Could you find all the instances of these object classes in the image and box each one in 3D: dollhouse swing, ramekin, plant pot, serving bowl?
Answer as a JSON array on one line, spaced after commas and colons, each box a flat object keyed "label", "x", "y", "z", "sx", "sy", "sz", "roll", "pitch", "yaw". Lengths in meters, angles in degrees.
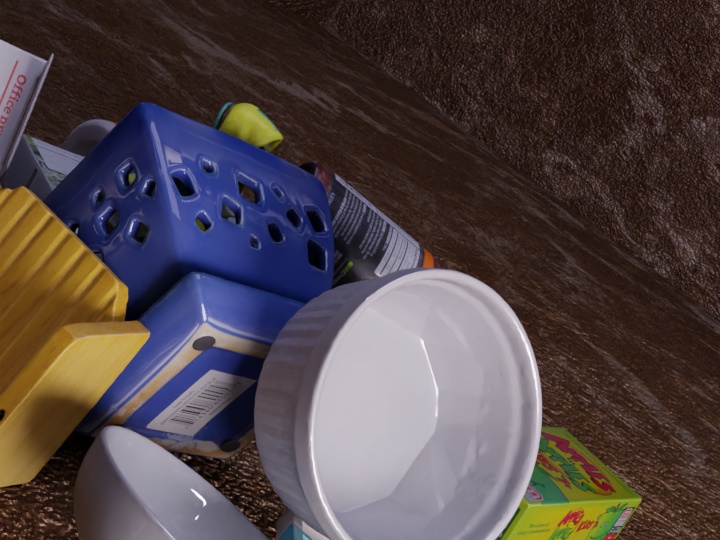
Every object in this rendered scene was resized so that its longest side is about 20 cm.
[{"label": "dollhouse swing", "x": -0.285, "y": 0.019, "z": 0.756, "sx": 0.200, "sy": 0.182, "sz": 0.176, "roll": 40, "pitch": -2, "yaw": 29}, {"label": "ramekin", "x": 0.020, "y": 0.099, "z": 0.816, "sx": 0.198, "sy": 0.203, "sz": 0.104, "roll": 19, "pitch": -10, "yaw": -34}, {"label": "plant pot", "x": -0.132, "y": 0.025, "z": 0.902, "sx": 0.199, "sy": 0.199, "sz": 0.182, "roll": 20, "pitch": 39, "yaw": -47}, {"label": "serving bowl", "x": -0.100, "y": 0.184, "z": 0.705, "sx": 0.200, "sy": 0.066, "sz": 0.200, "roll": 44, "pitch": -3, "yaw": 2}]

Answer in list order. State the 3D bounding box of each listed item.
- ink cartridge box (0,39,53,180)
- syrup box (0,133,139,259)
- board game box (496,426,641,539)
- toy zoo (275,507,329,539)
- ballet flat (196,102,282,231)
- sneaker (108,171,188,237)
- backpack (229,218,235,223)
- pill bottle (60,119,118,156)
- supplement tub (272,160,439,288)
[{"label": "ink cartridge box", "x": -0.337, "y": -0.136, "z": 1.046, "sx": 0.067, "sy": 0.118, "sz": 0.199, "roll": 23, "pitch": -13, "yaw": -24}, {"label": "syrup box", "x": -0.268, "y": -0.038, "z": 1.083, "sx": 0.078, "sy": 0.082, "sz": 0.200, "roll": 20, "pitch": 20, "yaw": -39}, {"label": "board game box", "x": 0.145, "y": 0.178, "z": 0.993, "sx": 0.101, "sy": 0.048, "sz": 0.199, "roll": 42, "pitch": 18, "yaw": 35}, {"label": "toy zoo", "x": -0.003, "y": 0.218, "z": 0.793, "sx": 0.131, "sy": 0.021, "sz": 0.200, "roll": 41, "pitch": -2, "yaw": -2}, {"label": "ballet flat", "x": -0.126, "y": -0.047, "z": 1.037, "sx": 0.066, "sy": 0.202, "sz": 0.067, "roll": 28, "pitch": 12, "yaw": 8}, {"label": "sneaker", "x": -0.173, "y": -0.085, "z": 1.089, "sx": 0.076, "sy": 0.105, "sz": 0.200, "roll": 40, "pitch": 7, "yaw": -5}, {"label": "backpack", "x": -0.081, "y": 0.019, "z": 1.185, "sx": 0.163, "sy": 0.155, "sz": 0.199, "roll": 34, "pitch": 3, "yaw": 39}, {"label": "pill bottle", "x": -0.224, "y": -0.096, "z": 1.286, "sx": 0.109, "sy": 0.111, "sz": 0.199, "roll": 39, "pitch": 18, "yaw": 29}, {"label": "supplement tub", "x": 0.000, "y": 0.000, "z": 1.077, "sx": 0.199, "sy": 0.107, "sz": 0.107, "roll": 39, "pitch": 12, "yaw": -20}]
